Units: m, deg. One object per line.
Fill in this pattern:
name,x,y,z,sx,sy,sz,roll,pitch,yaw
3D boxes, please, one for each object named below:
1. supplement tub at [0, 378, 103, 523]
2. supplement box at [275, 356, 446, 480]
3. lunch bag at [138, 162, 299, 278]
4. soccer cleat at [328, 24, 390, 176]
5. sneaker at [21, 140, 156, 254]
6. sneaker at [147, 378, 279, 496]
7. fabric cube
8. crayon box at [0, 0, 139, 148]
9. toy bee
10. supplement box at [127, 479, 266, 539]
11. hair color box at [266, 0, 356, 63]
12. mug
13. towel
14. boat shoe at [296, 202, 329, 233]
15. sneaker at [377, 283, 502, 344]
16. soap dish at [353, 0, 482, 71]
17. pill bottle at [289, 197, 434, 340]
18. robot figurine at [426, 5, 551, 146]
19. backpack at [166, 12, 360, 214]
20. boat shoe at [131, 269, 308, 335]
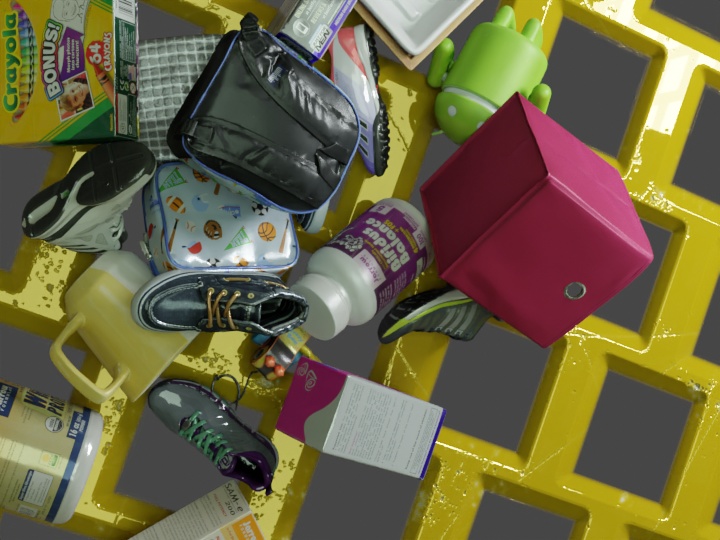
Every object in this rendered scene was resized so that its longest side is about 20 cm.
supplement tub,-0.426,0.211,1.335,0.198,0.144,0.146,21,87,-15
supplement box,0.003,0.193,1.429,0.199,0.101,0.105,23,86,-44
lunch bag,-0.179,-0.052,1.384,0.198,0.075,0.162,-2,71,-32
soccer cleat,-0.005,-0.224,1.478,0.072,0.068,0.203,-7,101,12
sneaker,-0.309,-0.085,1.361,0.199,0.115,0.076,-27,61,22
sneaker,-0.187,0.213,1.421,0.199,0.088,0.075,34,101,-14
fabric cube,0.220,-0.063,1.414,0.198,0.201,0.196,33,120,-28
crayon box,-0.354,-0.255,1.332,0.170,0.058,0.203,-1,90,21
toy bee,-0.099,0.106,1.437,0.130,0.109,0.202,24,86,-16
supplement box,-0.217,0.378,1.412,0.199,0.074,0.127,-29,124,-12
hair color box,-0.069,-0.310,1.379,0.064,0.200,0.110,33,84,-13
mug,-0.286,0.060,1.356,0.153,0.187,0.149,45,100,-4
towel,-0.239,-0.211,1.398,0.197,0.086,0.168,-8,93,-14
boat shoe,-0.087,-0.152,1.443,0.090,0.071,0.203,3,91,-21
sneaker,0.118,0.066,1.513,0.198,0.074,0.082,-21,100,-11
soap dish,0.079,-0.388,1.472,0.200,0.081,0.157,-45,97,-9
pill bottle,0.000,0.000,1.423,0.200,0.112,0.113,-41,103,-35
robot figurine,0.176,-0.251,1.490,0.174,0.116,0.202,28,85,13
backpack,-0.111,-0.172,1.320,0.199,0.147,0.184,31,85,-21
boat shoe,-0.160,0.040,1.283,0.198,0.091,0.072,-7,107,-33
